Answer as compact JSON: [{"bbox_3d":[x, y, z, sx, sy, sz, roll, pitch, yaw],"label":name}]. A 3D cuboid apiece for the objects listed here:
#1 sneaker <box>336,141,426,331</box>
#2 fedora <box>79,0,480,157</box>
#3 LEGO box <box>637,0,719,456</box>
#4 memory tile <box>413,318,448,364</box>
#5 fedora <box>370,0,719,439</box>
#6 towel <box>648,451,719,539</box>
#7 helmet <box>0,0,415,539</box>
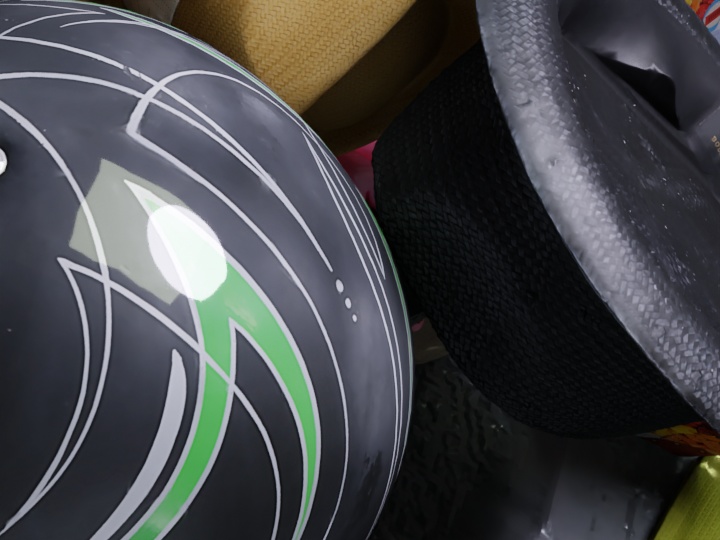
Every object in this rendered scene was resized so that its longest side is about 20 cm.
[{"bbox_3d":[0.000,0.000,0.794,0.199,0.096,0.079,-4,21,-24],"label":"sneaker"},{"bbox_3d":[-0.008,-0.090,0.710,0.200,0.201,0.082,-17,69,-38],"label":"fedora"},{"bbox_3d":[0.165,-0.034,0.829,0.077,0.149,0.201,27,73,-24],"label":"LEGO box"},{"bbox_3d":[-0.034,-0.054,0.818,0.199,0.017,0.154,15,81,-24],"label":"memory tile"},{"bbox_3d":[0.071,-0.009,0.671,0.200,0.091,0.201,39,35,-35],"label":"fedora"},{"bbox_3d":[0.196,0.159,0.855,0.200,0.018,0.086,40,47,-1],"label":"towel"},{"bbox_3d":[-0.081,0.023,0.637,0.199,0.200,0.191,25,93,-15],"label":"helmet"}]
